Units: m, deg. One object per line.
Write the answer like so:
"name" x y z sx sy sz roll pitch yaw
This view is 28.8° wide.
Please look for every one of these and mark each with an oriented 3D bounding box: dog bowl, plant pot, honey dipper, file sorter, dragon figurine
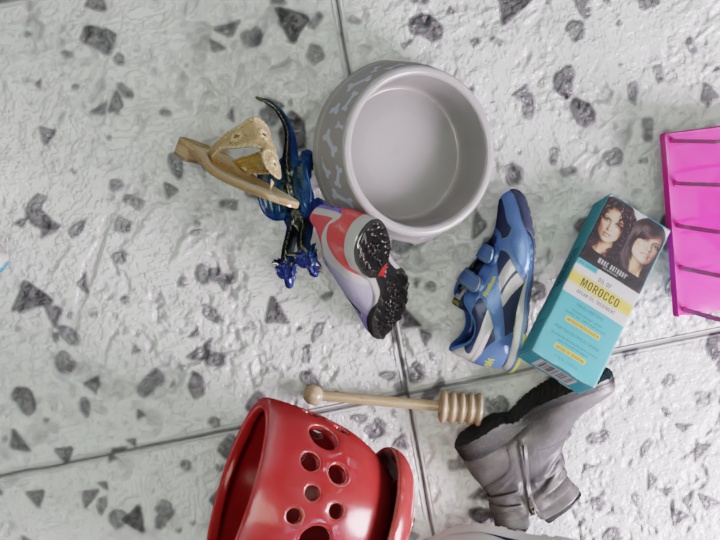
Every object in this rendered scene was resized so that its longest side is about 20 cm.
"dog bowl" 0.052 -0.125 1.474 0.198 0.059 0.202 -1 93 -23
"plant pot" -0.052 0.254 1.483 0.181 0.200 0.202 19 96 -15
"honey dipper" 0.036 0.147 1.551 0.198 0.038 0.038 4 97 -2
"file sorter" 0.416 -0.052 1.490 0.138 0.125 0.202 -8 98 -16
"dragon figurine" -0.073 -0.086 1.475 0.058 0.099 0.202 -9 101 14

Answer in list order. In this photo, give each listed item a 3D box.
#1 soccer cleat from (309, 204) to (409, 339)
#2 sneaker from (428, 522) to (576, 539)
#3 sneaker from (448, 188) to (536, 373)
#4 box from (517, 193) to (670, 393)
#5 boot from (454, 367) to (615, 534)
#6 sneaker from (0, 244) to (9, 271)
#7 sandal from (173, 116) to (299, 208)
"soccer cleat" 0.000 0.000 1.481 0.073 0.200 0.068 26 67 27
"sneaker" 0.152 0.332 1.535 0.198 0.081 0.077 -3 120 20
"sneaker" 0.144 0.010 1.522 0.081 0.074 0.202 6 96 -2
"box" 0.252 0.025 1.507 0.082 0.049 0.201 30 73 -5
"boot" 0.215 0.200 1.560 0.199 0.070 0.132 -29 101 11
"sneaker" -0.443 -0.076 1.471 0.200 0.077 0.081 43 91 -10
"sandal" -0.124 -0.126 1.425 0.077 0.211 0.070 15 98 -37
